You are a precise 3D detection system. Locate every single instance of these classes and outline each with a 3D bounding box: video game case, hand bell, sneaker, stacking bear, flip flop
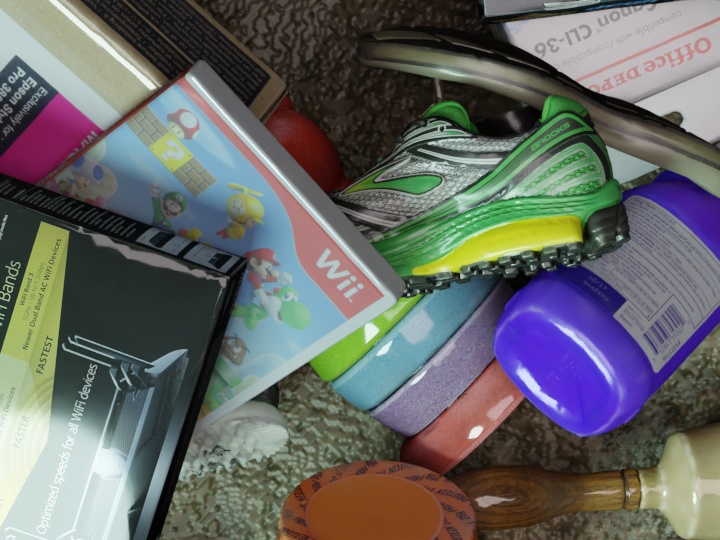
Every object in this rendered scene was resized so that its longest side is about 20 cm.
[{"bbox_3d":[-0.094,0.005,1.387,0.200,0.017,0.143,-34,105,35],"label":"video game case"},{"bbox_3d":[0.130,0.111,1.509,0.199,0.104,0.104,-3,96,-11],"label":"hand bell"},{"bbox_3d":[0.024,-0.032,1.409,0.199,0.078,0.085,-11,82,8],"label":"sneaker"},{"bbox_3d":[0.000,0.000,1.502,0.200,0.114,0.121,44,91,-2],"label":"stacking bear"},{"bbox_3d":[0.090,-0.069,1.451,0.200,0.081,0.058,22,101,-9],"label":"flip flop"},{"bbox_3d":[-0.135,0.061,1.518,0.200,0.070,0.100,-11,68,11],"label":"sneaker"}]

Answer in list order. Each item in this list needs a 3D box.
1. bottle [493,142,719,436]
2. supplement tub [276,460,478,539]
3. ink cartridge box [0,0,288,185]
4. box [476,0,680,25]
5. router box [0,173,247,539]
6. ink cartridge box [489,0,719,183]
[{"bbox_3d":[0.147,0.000,1.480,0.084,0.065,0.200,44,48,4],"label":"bottle"},{"bbox_3d":[0.007,0.202,1.475,0.122,0.123,0.200,-2,123,-4],"label":"supplement tub"},{"bbox_3d":[-0.160,-0.068,1.424,0.165,0.075,0.200,41,127,-6],"label":"ink cartridge box"},{"bbox_3d":[0.124,-0.229,1.451,0.158,0.046,0.201,-8,91,-2],"label":"box"},{"bbox_3d":[-0.157,0.065,1.354,0.157,0.052,0.201,20,101,4],"label":"router box"},{"bbox_3d":[0.123,-0.144,1.514,0.116,0.067,0.200,-24,97,-2],"label":"ink cartridge box"}]
